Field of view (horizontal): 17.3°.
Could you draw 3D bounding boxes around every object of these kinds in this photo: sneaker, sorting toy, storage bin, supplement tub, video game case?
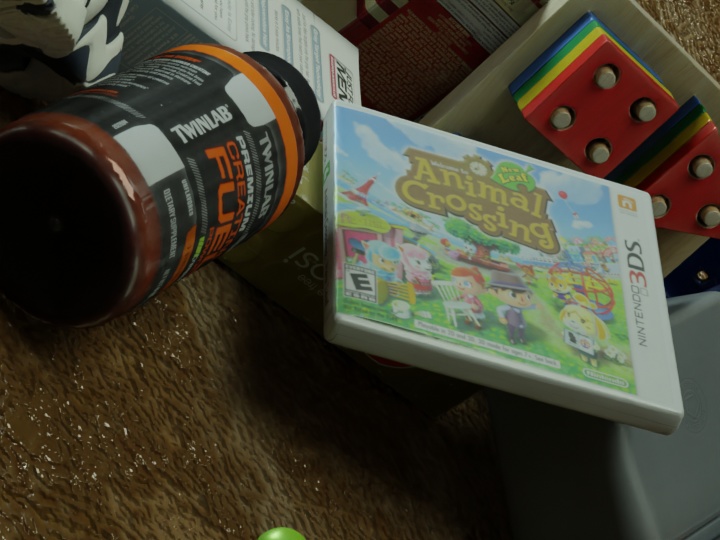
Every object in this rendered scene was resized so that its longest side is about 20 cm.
[{"bbox_3d":[-0.153,-0.167,1.164,0.199,0.079,0.130,47,51,-72],"label":"sneaker"},{"bbox_3d":[0.143,-0.051,1.485,0.199,0.200,0.070,40,16,-28],"label":"sorting toy"},{"bbox_3d":[0.152,0.098,1.375,0.200,0.146,0.134,-20,96,-50],"label":"storage bin"},{"bbox_3d":[-0.098,-0.051,1.181,0.107,0.107,0.200,55,36,0],"label":"supplement tub"},{"bbox_3d":[0.075,-0.005,1.290,0.200,0.022,0.182,16,40,-15],"label":"video game case"}]

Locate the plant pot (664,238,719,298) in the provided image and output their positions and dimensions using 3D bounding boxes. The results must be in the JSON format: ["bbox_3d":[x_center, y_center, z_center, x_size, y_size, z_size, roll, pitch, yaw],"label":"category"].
[{"bbox_3d":[0.295,0.049,1.645,0.180,0.200,0.200,57,26,-12],"label":"plant pot"}]

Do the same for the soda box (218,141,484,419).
[{"bbox_3d":[0.000,0.000,1.353,0.200,0.068,0.064,38,32,-31],"label":"soda box"}]

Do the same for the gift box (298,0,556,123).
[{"bbox_3d":[0.079,-0.186,1.557,0.185,0.200,0.187,44,27,-32],"label":"gift box"}]

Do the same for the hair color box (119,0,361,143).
[{"bbox_3d":[-0.086,-0.135,1.374,0.200,0.061,0.099,35,33,-33],"label":"hair color box"}]

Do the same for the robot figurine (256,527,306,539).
[{"bbox_3d":[-0.050,0.198,0.995,0.200,0.116,0.176,36,30,-33],"label":"robot figurine"}]
